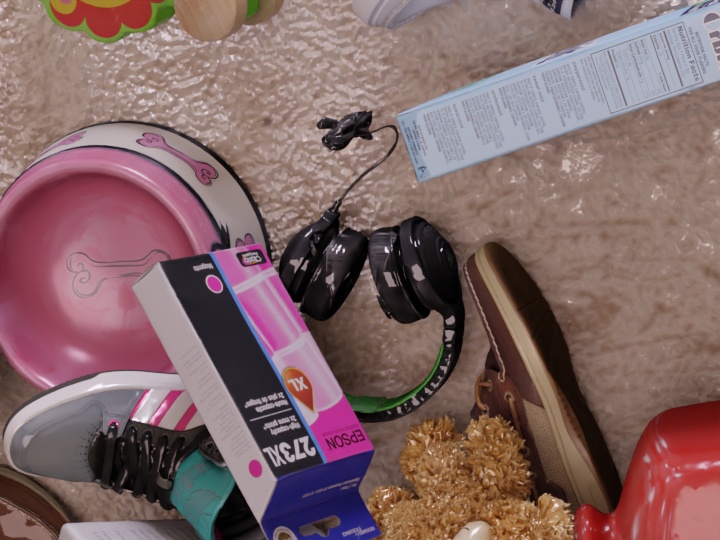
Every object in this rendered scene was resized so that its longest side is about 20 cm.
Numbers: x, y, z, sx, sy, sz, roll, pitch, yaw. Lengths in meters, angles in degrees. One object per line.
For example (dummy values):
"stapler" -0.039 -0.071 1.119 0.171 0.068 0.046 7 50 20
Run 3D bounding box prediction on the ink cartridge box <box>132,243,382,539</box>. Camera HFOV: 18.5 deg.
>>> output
"ink cartridge box" -0.055 0.079 1.349 0.037 0.095 0.200 -38 74 37

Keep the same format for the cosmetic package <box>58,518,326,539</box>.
"cosmetic package" -0.088 0.264 1.392 0.165 0.200 0.165 34 114 44

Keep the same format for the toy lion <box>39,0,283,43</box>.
"toy lion" -0.140 -0.238 1.400 0.191 0.069 0.201 19 118 22

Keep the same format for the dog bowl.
"dog bowl" -0.163 0.004 1.459 0.199 0.074 0.201 3 101 16

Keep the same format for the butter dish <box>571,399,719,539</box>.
"butter dish" 0.197 0.159 1.303 0.147 0.200 0.200 -2 100 5

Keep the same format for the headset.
"headset" 0.000 0.000 1.397 0.123 0.094 0.201 2 101 16

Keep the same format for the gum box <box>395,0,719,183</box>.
"gum box" 0.138 -0.112 1.293 0.199 0.170 0.045 -18 95 20

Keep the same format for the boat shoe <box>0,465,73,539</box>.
"boat shoe" -0.293 0.166 1.530 0.199 0.072 0.076 20 106 12

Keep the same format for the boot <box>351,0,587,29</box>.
"boot" 0.094 -0.187 1.342 0.200 0.074 0.096 -38 82 19

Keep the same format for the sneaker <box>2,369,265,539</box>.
"sneaker" -0.117 0.126 1.381 0.199 0.121 0.084 -4 122 -15

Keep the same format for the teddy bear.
"teddy bear" 0.056 0.155 1.346 0.145 0.200 0.067 -45 120 13

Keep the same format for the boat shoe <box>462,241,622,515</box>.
"boat shoe" 0.100 0.082 1.398 0.072 0.072 0.200 -22 100 18
